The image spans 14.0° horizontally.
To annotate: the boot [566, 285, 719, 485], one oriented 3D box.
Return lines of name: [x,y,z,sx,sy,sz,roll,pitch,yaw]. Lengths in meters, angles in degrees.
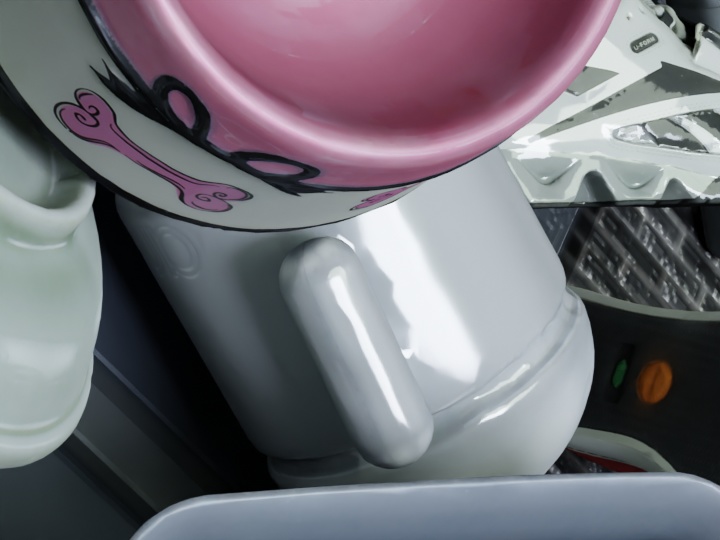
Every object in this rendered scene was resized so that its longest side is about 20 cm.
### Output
boot: [0.155,0.065,0.998,0.144,0.200,0.073,25,87,-40]

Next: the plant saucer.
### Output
plant saucer: [-0.121,-0.045,0.775,0.200,0.050,0.200,49,20,-24]

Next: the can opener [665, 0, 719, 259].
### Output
can opener: [0.132,-0.102,1.106,0.053,0.066,0.200,-26,110,-34]

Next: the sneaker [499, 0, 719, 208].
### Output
sneaker: [0.107,-0.064,1.030,0.200,0.074,0.089,0,89,-32]

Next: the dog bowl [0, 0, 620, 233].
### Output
dog bowl: [-0.009,-0.109,0.775,0.200,0.074,0.201,-1,91,-30]

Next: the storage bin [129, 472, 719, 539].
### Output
storage bin: [0.007,0.142,0.840,0.199,0.134,0.146,-2,78,-23]

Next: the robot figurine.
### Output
robot figurine: [0.000,0.000,0.911,0.200,0.113,0.170,61,13,-17]
